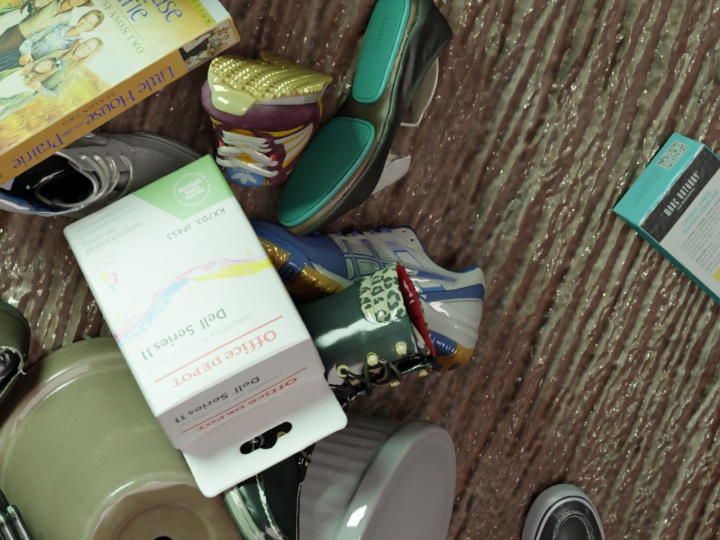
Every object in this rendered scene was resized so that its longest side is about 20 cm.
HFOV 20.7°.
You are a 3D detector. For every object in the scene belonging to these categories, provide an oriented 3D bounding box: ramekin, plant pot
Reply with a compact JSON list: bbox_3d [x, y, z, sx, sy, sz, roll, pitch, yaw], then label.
[{"bbox_3d":[-0.012,0.197,1.448,0.094,0.202,0.203,17,103,21],"label":"ramekin"},{"bbox_3d":[-0.159,0.167,1.389,0.200,0.175,0.201,-6,109,-18],"label":"plant pot"}]

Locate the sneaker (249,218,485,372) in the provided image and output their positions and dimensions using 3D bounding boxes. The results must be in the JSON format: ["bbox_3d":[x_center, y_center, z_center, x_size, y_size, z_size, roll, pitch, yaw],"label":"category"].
[{"bbox_3d":[0.000,0.000,1.463,0.200,0.075,0.088,26,66,-16],"label":"sneaker"}]

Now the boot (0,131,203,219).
[{"bbox_3d":[-0.188,-0.059,1.354,0.200,0.096,0.074,5,104,-21],"label":"boot"}]

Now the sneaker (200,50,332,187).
[{"bbox_3d":[-0.067,-0.095,1.336,0.075,0.200,0.090,21,102,9],"label":"sneaker"}]

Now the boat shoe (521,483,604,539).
[{"bbox_3d":[0.173,0.274,1.595,0.073,0.068,0.200,-3,106,-19],"label":"boat shoe"}]

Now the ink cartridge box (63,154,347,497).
[{"bbox_3d":[-0.102,0.036,1.312,0.117,0.200,0.067,-28,154,-5],"label":"ink cartridge box"}]

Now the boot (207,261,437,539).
[{"bbox_3d":[-0.024,0.090,1.346,0.154,0.204,0.074,-22,137,13],"label":"boot"}]

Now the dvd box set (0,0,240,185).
[{"bbox_3d":[-0.199,-0.151,1.302,0.200,0.146,0.029,-32,146,-8],"label":"dvd box set"}]

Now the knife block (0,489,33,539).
[{"bbox_3d":[-0.251,0.239,1.375,0.064,0.176,0.200,-29,143,-27],"label":"knife block"}]

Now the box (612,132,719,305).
[{"bbox_3d":[0.299,-0.016,1.564,0.200,0.049,0.082,39,90,-25],"label":"box"}]

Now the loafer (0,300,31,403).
[{"bbox_3d":[-0.308,0.104,1.373,0.073,0.071,0.200,41,89,-25],"label":"loafer"}]

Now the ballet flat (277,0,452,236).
[{"bbox_3d":[0.013,-0.105,1.423,0.068,0.068,0.200,29,87,-39],"label":"ballet flat"}]
